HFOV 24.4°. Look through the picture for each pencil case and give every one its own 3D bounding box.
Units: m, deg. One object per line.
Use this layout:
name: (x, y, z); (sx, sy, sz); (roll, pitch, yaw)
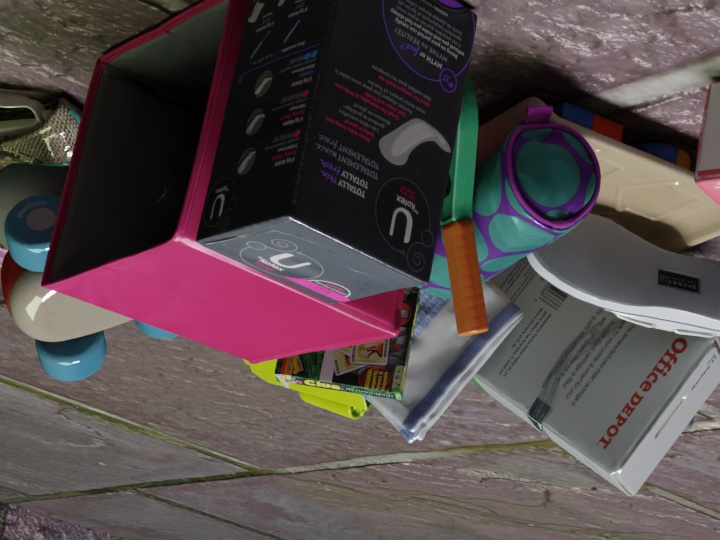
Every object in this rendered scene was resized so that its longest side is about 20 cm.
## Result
pencil case: (0.095, -0.045, 1.235); (0.085, 0.093, 0.200); (-1, 166, -26)

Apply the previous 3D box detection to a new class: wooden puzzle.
wooden puzzle: (0.173, -0.072, 1.297); (0.200, 0.046, 0.185); (24, 157, -20)

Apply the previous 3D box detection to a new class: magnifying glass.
magnifying glass: (0.064, -0.054, 1.178); (0.022, 0.200, 0.080); (-7, 173, -28)

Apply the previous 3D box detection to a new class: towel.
towel: (0.020, 0.027, 1.391); (0.200, 0.147, 0.024); (42, 180, 5)

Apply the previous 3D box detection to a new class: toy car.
toy car: (-0.251, -0.046, 1.461); (0.177, 0.200, 0.184); (-24, 144, -17)

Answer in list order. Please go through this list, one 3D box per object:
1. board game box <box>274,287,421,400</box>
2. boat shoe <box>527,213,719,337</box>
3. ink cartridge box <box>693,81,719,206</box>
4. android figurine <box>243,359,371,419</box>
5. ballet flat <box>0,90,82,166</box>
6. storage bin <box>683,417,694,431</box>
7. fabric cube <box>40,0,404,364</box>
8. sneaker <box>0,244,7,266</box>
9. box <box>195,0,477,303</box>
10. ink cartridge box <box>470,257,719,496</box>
board game box: (0.000, 0.000, 1.351); (0.105, 0.200, 0.023); (7, 161, 11)
boat shoe: (0.217, 0.014, 1.315); (0.200, 0.074, 0.065); (20, 154, -9)
ink cartridge box: (0.345, -0.061, 1.164); (0.145, 0.085, 0.200); (-4, 154, 37)
android figurine: (-0.046, 0.055, 1.485); (0.200, 0.041, 0.182); (13, 133, 34)
ballet flat: (-0.321, -0.121, 1.419); (0.200, 0.068, 0.075); (-5, 134, 24)
storage bin: (0.230, 0.075, 1.534); (0.200, 0.135, 0.146); (0, 157, 32)
fabric cube: (-0.088, -0.059, 1.243); (0.199, 0.197, 0.200); (24, 156, -32)
sneaker: (-0.339, -0.046, 1.608); (0.200, 0.081, 0.088); (8, 163, 34)
box: (-0.014, -0.095, 1.094); (0.122, 0.200, 0.106); (26, 156, -34)
ink cartridge box: (0.190, 0.075, 1.421); (0.200, 0.147, 0.083); (36, 176, 30)
